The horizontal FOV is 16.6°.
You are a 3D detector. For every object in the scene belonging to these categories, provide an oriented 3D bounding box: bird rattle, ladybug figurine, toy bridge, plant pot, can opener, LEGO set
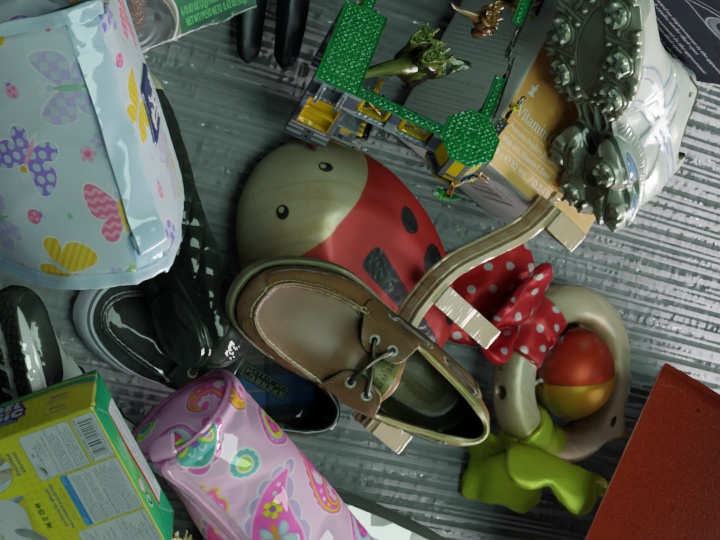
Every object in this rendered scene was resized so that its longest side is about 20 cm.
[{"bbox_3d":[0.127,0.071,1.749,0.163,0.112,0.201,-13,96,-44],"label":"bird rattle"},{"bbox_3d":[0.000,0.000,1.635,0.136,0.072,0.200,-51,124,-14],"label":"ladybug figurine"},{"bbox_3d":[0.064,0.025,1.615,0.200,0.027,0.067,-50,129,1],"label":"toy bridge"},{"bbox_3d":[0.262,0.202,1.746,0.201,0.176,0.200,-66,165,-4],"label":"plant pot"},{"bbox_3d":[-0.051,-0.228,1.558,0.079,0.063,0.201,-20,125,-58],"label":"can opener"},{"bbox_3d":[0.036,-0.140,1.578,0.153,0.116,0.201,16,71,-9],"label":"LEGO set"}]

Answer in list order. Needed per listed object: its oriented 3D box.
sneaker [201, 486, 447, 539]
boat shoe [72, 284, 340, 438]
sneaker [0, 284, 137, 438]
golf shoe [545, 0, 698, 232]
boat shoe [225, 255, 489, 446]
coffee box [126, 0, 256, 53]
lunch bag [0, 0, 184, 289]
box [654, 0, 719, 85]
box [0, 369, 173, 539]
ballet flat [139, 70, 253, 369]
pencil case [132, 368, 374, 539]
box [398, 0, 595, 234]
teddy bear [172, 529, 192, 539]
[{"bbox_3d":[-0.028,0.208,1.671,0.199,0.074,0.116,21,92,-28],"label":"sneaker"},{"bbox_3d":[-0.093,0.060,1.587,0.200,0.066,0.070,34,80,-34],"label":"boat shoe"},{"bbox_3d":[-0.186,0.091,1.535,0.080,0.074,0.201,-31,125,-30],"label":"sneaker"},{"bbox_3d":[0.175,-0.126,1.586,0.097,0.078,0.201,-31,141,-28],"label":"golf shoe"},{"bbox_3d":[0.007,0.052,1.535,0.200,0.068,0.072,26,99,-36],"label":"boat shoe"},{"bbox_3d":[-0.144,-0.235,1.497,0.123,0.044,0.201,-25,114,-27],"label":"coffee box"},{"bbox_3d":[-0.178,-0.089,1.413,0.127,0.200,0.170,-28,115,-26],"label":"lunch bag"},{"bbox_3d":[0.248,-0.192,1.554,0.148,0.200,0.105,43,72,-40],"label":"box"},{"bbox_3d":[-0.225,0.147,1.484,0.199,0.048,0.118,-20,117,9],"label":"box"},{"bbox_3d":[-0.119,-0.034,1.537,0.057,0.066,0.201,-18,92,-48],"label":"ballet flat"},{"bbox_3d":[-0.058,0.157,1.557,0.087,0.087,0.200,-45,115,-18],"label":"pencil case"},{"bbox_3d":[0.132,-0.141,1.672,0.124,0.097,0.201,36,79,-41],"label":"box"},{"bbox_3d":[-0.132,0.251,1.575,0.144,0.067,0.201,-17,127,-31],"label":"teddy bear"}]
